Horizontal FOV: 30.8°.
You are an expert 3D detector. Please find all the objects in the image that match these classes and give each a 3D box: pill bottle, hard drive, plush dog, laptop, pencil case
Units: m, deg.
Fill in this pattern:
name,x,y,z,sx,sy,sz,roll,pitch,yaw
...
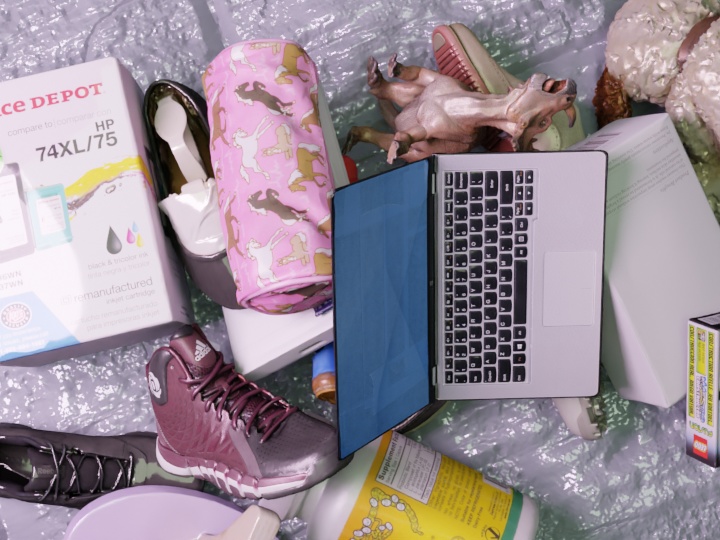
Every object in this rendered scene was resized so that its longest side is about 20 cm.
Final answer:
name,x,y,z,sx,sy,sz,roll,pitch,yaw
pill bottle,0.027,0.188,1.015,0.199,0.113,0.113,26,86,0
hard drive,-0.061,-0.033,1.000,0.131,0.027,0.201,-29,64,29
plush dog,0.273,-0.162,1.040,0.171,0.160,0.201,32,86,25
laptop,0.080,0.021,0.907,0.198,0.116,0.189,-1,107,0
pencil case,-0.059,-0.069,0.938,0.086,0.083,0.202,4,65,-38

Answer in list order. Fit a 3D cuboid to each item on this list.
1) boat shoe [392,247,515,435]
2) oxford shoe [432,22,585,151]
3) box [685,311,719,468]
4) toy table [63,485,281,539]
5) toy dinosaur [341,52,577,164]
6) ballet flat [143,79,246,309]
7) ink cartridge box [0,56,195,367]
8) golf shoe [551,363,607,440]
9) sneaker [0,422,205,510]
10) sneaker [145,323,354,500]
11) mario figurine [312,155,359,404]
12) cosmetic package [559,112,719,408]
name,x,y,z,sx,sy,sz,roll,pitch,yaw
boat shoe,0.061,0.049,1.017,0.072,0.066,0.201,44,111,18
oxford shoe,0.133,-0.126,1.066,0.074,0.071,0.201,-37,96,-10
box,0.340,0.075,1.012,0.199,0.035,0.111,-12,107,-26
toy table,-0.121,0.247,0.976,0.199,0.117,0.185,12,95,-20
toy dinosaur,0.070,-0.110,1.012,0.135,0.200,0.087,12,90,-21
ballet flat,-0.127,-0.063,0.989,0.068,0.068,0.201,-26,63,3
ink cartridge box,-0.224,-0.039,1.009,0.146,0.146,0.202,-13,85,-2
golf shoe,0.133,0.051,1.059,0.097,0.078,0.201,-24,85,20
sneaker,-0.221,0.160,1.024,0.198,0.091,0.077,3,83,-2
sneaker,-0.097,0.095,0.943,0.075,0.199,0.116,-32,111,-42
mario figurine,0.000,0.000,1.033,0.123,0.106,0.201,-15,65,14
cosmetic package,0.219,-0.008,1.016,0.112,0.081,0.201,-29,103,-17
